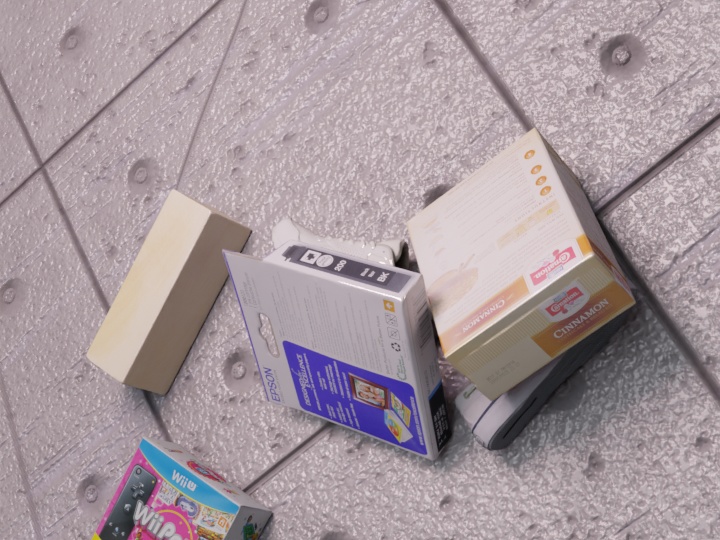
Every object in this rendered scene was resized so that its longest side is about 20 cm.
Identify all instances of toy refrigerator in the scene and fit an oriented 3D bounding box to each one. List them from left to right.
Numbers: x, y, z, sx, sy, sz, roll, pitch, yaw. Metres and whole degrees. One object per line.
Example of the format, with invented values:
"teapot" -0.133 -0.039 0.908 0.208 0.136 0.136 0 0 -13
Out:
"toy refrigerator" -0.204 0.022 1.452 0.070 0.076 0.200 30 93 33

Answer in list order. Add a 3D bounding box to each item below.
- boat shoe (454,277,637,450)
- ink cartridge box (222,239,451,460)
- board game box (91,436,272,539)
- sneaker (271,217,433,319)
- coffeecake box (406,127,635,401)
"boat shoe" 0.157 0.069 1.224 0.200 0.074 0.067 -48 63 12
"ink cartridge box" -0.019 0.067 1.272 0.200 0.198 0.043 15 45 31
"board game box" -0.199 0.291 1.383 0.147 0.064 0.200 28 91 33
"sneaker" 0.000 0.000 1.346 0.200 0.078 0.099 40 91 23
"coffeecake box" 0.135 -0.009 1.213 0.153 0.073 0.200 -36 34 17
